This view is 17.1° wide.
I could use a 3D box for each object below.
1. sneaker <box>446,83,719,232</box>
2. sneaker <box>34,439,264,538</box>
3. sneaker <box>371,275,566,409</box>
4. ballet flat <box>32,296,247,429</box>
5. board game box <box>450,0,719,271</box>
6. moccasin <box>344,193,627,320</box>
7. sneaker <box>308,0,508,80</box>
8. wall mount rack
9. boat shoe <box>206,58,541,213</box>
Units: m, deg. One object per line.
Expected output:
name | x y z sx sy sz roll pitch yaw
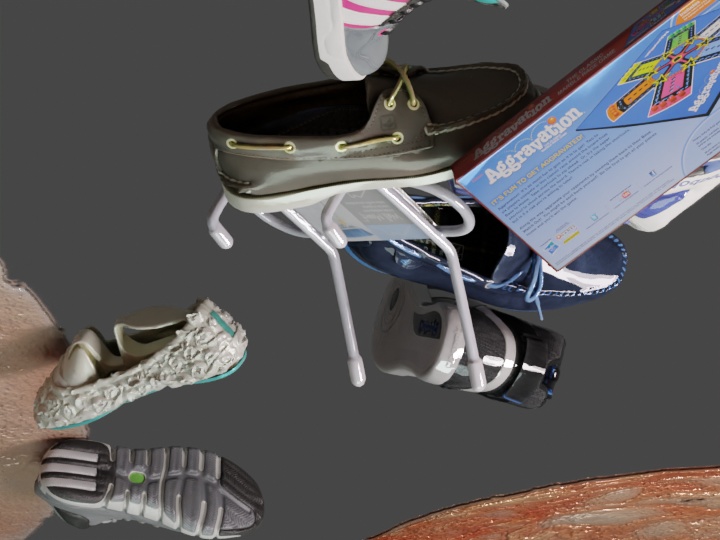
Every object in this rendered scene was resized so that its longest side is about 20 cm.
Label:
sneaker | 0.150 -0.063 1.494 0.199 0.081 0.115 -5 155 1
sneaker | -0.189 0.195 2.086 0.200 0.075 0.115 15 158 -15
sneaker | 0.079 0.056 1.665 0.112 0.073 0.200 18 -174 -14
ballet flat | -0.174 0.062 1.788 0.200 0.072 0.072 -19 153 28
board game box | 0.160 -0.088 1.390 0.200 0.019 0.103 -37 128 18
moccasin | 0.089 -0.010 1.603 0.199 0.081 0.068 3 170 -16
sneaker | 0.036 -0.161 1.257 0.120 0.084 0.200 5 156 5
wall mount rack | 0.000 0.000 1.535 0.200 0.075 0.174 1 146 48
boat shoe | 0.008 -0.089 1.427 0.201 0.072 0.060 -14 133 6
